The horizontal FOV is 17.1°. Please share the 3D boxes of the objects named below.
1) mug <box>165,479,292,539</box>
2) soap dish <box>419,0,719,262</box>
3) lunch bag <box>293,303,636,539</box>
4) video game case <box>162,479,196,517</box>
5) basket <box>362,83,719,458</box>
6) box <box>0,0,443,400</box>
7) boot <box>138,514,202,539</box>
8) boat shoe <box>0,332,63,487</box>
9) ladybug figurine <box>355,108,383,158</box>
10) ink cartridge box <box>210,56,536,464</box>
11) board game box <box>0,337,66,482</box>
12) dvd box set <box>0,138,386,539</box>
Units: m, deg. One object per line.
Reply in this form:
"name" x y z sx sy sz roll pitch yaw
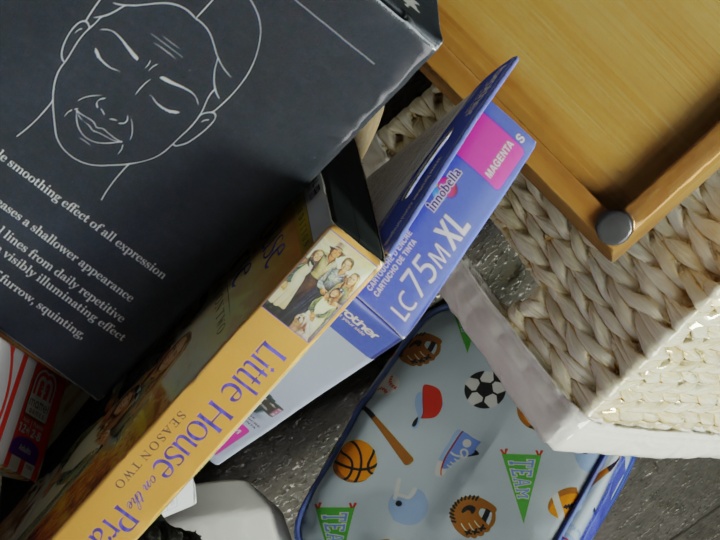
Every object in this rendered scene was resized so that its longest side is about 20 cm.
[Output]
"mug" -0.107 0.206 1.358 0.186 0.154 0.149 -12 170 3
"soap dish" 0.098 -0.117 1.030 0.157 0.200 0.081 -43 -169 17
"lunch bag" 0.064 0.127 1.364 0.200 0.160 0.076 -58 161 -21
"video game case" -0.178 0.080 1.174 0.200 0.045 0.182 -21 140 -23
"basket" 0.140 -0.028 1.203 0.161 0.198 0.200 -47 152 24
"box" -0.090 -0.080 0.904 0.148 0.107 0.200 38 112 -19
"boot" -0.162 0.184 1.125 0.211 0.079 0.158 -44 -167 -5
"boat shoe" -0.183 0.045 1.056 0.072 0.068 0.200 -42 109 10
"ladybug figurine" -0.069 -0.033 1.068 0.200 0.072 0.136 -50 -162 -14
"ink cartridge box" 0.000 0.000 0.982 0.119 0.042 0.200 -55 -172 -35
"board game box" -0.235 0.024 0.911 0.152 0.199 0.046 46 57 -63
"dvd box set" -0.070 0.035 0.935 0.029 0.146 0.200 38 105 -18
